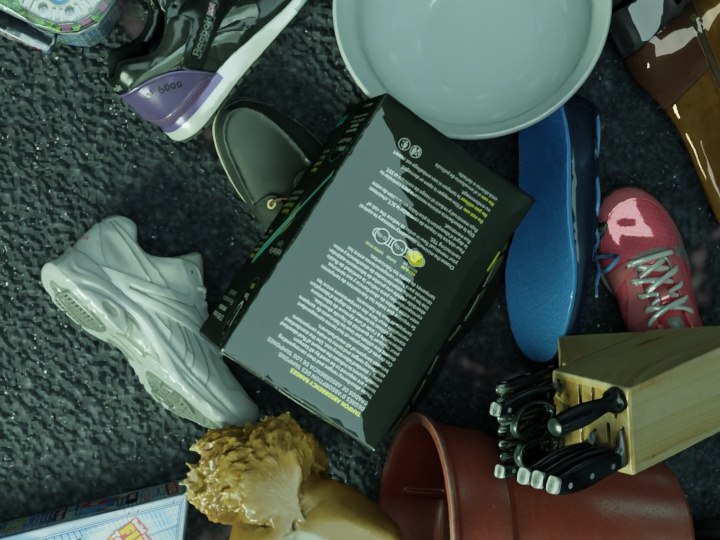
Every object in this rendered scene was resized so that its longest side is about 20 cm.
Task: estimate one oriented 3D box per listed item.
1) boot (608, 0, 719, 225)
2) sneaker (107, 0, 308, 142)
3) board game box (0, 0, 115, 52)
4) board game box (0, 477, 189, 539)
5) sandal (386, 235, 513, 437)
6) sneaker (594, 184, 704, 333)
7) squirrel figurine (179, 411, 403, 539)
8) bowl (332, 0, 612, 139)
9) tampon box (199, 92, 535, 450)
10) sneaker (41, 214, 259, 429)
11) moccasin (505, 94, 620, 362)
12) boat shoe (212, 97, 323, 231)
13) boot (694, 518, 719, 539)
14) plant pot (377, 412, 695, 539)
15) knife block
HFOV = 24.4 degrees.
[{"bbox_3d":[0.309,-0.156,1.265,0.188,0.068,0.200,-35,99,-2],"label":"boot"},{"bbox_3d":[-0.102,-0.194,1.201,0.087,0.076,0.200,36,90,-31],"label":"sneaker"},{"bbox_3d":[-0.264,-0.207,1.126,0.199,0.200,0.062,29,92,-7],"label":"board game box"},{"bbox_3d":[-0.195,0.251,1.253,0.199,0.062,0.201,-27,97,-2],"label":"board game box"},{"bbox_3d":[0.052,0.032,1.253,0.057,0.080,0.201,34,89,17],"label":"sandal"},{"bbox_3d":[0.234,0.030,1.264,0.073,0.087,0.201,-18,97,-5],"label":"sneaker"},{"bbox_3d":[-0.040,0.191,1.204,0.141,0.187,0.201,-28,85,1],"label":"squirrel figurine"},{"bbox_3d":[0.083,-0.181,1.213,0.200,0.090,0.202,-2,78,8],"label":"bowl"},{"bbox_3d":[0.000,0.000,1.145,0.126,0.150,0.201,34,86,-10],"label":"tampon box"},{"bbox_3d":[-0.135,0.037,1.234,0.200,0.078,0.099,47,66,-19],"label":"sneaker"},{"bbox_3d":[0.159,-0.030,1.244,0.068,0.080,0.201,-9,111,-43],"label":"moccasin"},{"bbox_3d":[-0.038,-0.044,1.243,0.074,0.063,0.202,-35,96,1],"label":"boat shoe"},{"bbox_3d":[0.296,0.291,1.235,0.158,0.211,0.080,-46,141,-17],"label":"boot"},{"bbox_3d":[0.128,0.210,1.228,0.194,0.201,0.202,4,95,-15],"label":"plant pot"},{"bbox_3d":[0.188,0.098,1.146,0.199,0.176,0.064,-4,107,4],"label":"knife block"}]
